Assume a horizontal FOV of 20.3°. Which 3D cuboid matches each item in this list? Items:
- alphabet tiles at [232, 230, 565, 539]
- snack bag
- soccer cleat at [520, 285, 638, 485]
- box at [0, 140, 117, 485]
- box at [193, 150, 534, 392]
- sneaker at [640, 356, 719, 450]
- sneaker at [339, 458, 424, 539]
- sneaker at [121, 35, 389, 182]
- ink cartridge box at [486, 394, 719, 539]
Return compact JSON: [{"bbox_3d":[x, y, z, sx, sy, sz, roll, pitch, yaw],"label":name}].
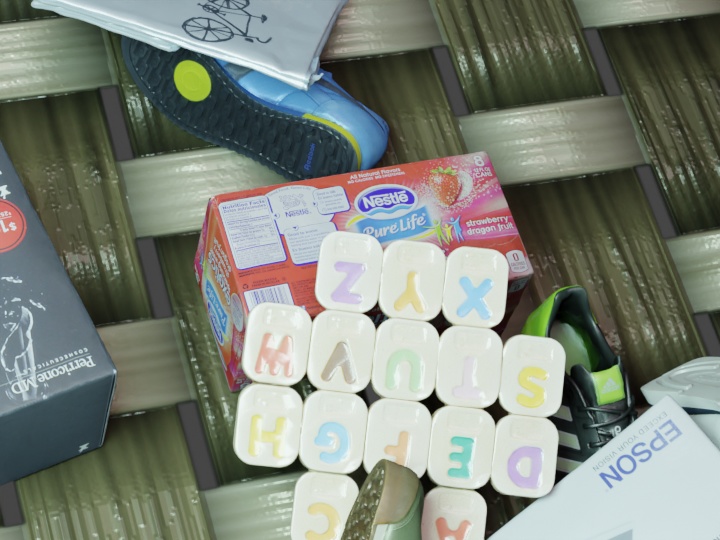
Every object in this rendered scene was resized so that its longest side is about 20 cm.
[{"bbox_3d":[0.025,0.079,1.227,0.198,0.015,0.197,7,85,-4],"label":"alphabet tiles"},{"bbox_3d":[-0.110,-0.188,1.402,0.198,0.022,0.189,17,27,0],"label":"snack bag"},{"bbox_3d":[0.154,0.105,1.301,0.067,0.081,0.201,-11,63,-19],"label":"soccer cleat"},{"bbox_3d":[-0.276,0.044,1.224,0.199,0.104,0.183,-21,67,-23],"label":"box"},{"bbox_3d":[0.000,0.000,1.319,0.198,0.096,0.100,-11,63,-18],"label":"box"},{"bbox_3d":[0.253,0.107,1.255,0.076,0.200,0.081,-20,102,-18],"label":"sneaker"},{"bbox_3d":[0.019,0.220,1.186,0.089,0.067,0.202,19,83,-13],"label":"sneaker"},{"bbox_3d":[-0.072,-0.124,1.405,0.199,0.066,0.079,29,37,8],"label":"sneaker"},{"bbox_3d":[0.172,0.208,1.202,0.199,0.041,0.200,-38,60,-3],"label":"ink cartridge box"}]
